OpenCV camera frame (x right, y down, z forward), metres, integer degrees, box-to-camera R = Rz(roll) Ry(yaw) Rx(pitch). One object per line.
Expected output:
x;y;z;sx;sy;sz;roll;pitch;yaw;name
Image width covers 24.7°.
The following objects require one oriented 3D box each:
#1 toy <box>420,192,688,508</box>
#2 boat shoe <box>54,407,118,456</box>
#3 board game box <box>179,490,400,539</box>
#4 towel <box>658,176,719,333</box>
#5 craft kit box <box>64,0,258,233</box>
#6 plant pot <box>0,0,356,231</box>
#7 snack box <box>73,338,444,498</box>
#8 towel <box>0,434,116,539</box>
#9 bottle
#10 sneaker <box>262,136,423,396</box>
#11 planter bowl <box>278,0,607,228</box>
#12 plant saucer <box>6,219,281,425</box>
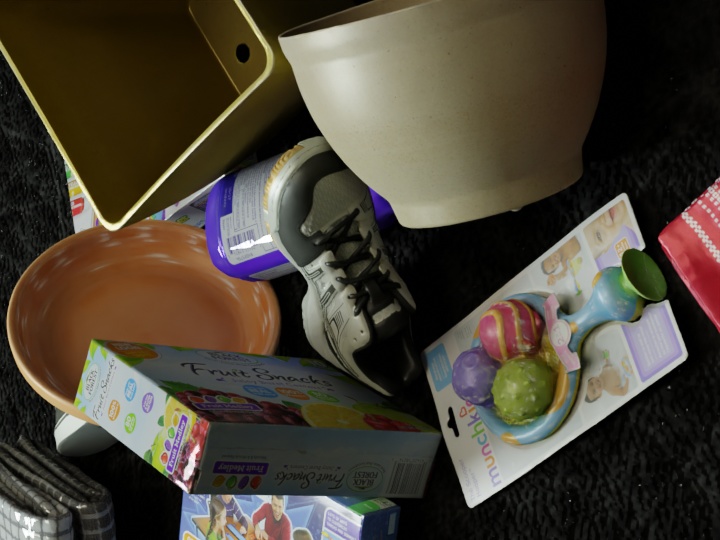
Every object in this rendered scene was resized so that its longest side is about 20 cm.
0.102;0.050;1.015;0.200;0.047;0.116;-39;55;35;toy
-0.190;0.081;1.309;0.200;0.070;0.064;-37;59;39;boat shoe
-0.056;0.191;1.147;0.199;0.034;0.136;25;114;46;board game box
0.259;-0.031;0.880;0.200;0.022;0.145;-48;52;30;towel
-0.171;-0.115;1.347;0.197;0.048;0.201;-32;61;36;craft kit box
-0.113;-0.175;1.171;0.200;0.176;0.201;-41;76;36;plant pot
-0.065;0.098;1.075;0.142;0.199;0.053;25;102;46;snack box
-0.260;0.233;1.327;0.199;0.085;0.167;21;118;52;towel
-0.028;-0.050;1.160;0.199;0.065;0.084;-18;69;44;bottle
0.000;0.000;1.063;0.075;0.201;0.088;-37;49;-16;sneaker
0.062;-0.106;1.002;0.199;0.200;0.136;-3;108;47;planter bowl
-0.158;0.044;1.209;0.201;0.199;0.038;57;152;36;plant saucer
